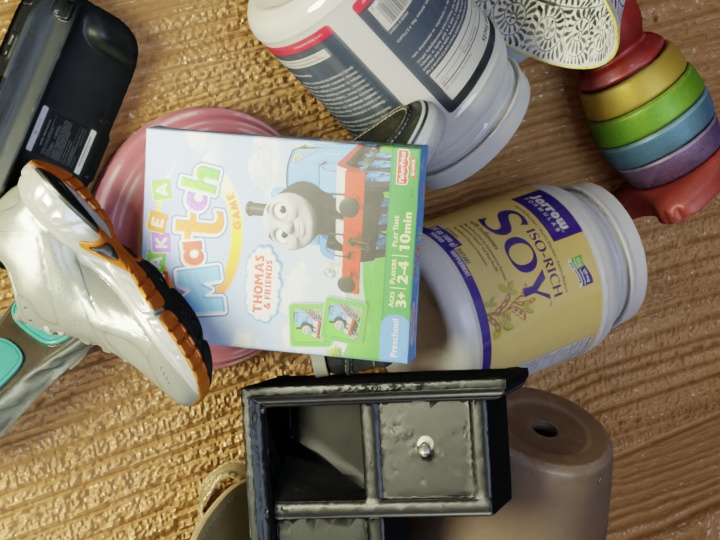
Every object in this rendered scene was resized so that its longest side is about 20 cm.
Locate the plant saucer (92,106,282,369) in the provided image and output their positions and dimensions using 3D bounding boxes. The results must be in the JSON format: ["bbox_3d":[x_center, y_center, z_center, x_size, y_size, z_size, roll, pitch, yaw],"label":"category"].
[{"bbox_3d":[-0.109,-0.022,1.368,0.199,0.051,0.203,-5,100,-31],"label":"plant saucer"}]

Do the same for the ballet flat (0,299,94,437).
[{"bbox_3d":[-0.237,0.060,1.298,0.200,0.067,0.064,-43,151,-17],"label":"ballet flat"}]

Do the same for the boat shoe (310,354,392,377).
[{"bbox_3d":[0.000,0.000,1.378,0.067,0.201,0.072,-8,133,11],"label":"boat shoe"}]

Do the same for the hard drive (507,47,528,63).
[{"bbox_3d":[0.106,-0.265,1.440,0.131,0.027,0.201,-28,115,16],"label":"hard drive"}]

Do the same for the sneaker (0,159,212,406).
[{"bbox_3d":[-0.186,0.024,1.250,0.092,0.076,0.200,-40,89,11],"label":"sneaker"}]

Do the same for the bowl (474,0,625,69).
[{"bbox_3d":[0.130,-0.252,1.355,0.201,0.200,0.095,43,73,-29],"label":"bowl"}]

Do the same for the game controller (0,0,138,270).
[{"bbox_3d":[-0.229,-0.099,1.294,0.104,0.042,0.202,28,82,-47],"label":"game controller"}]

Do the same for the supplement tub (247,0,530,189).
[{"bbox_3d":[0.023,-0.172,1.377,0.200,0.140,0.141,44,74,-29],"label":"supplement tub"}]

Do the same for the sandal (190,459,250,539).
[{"bbox_3d":[-0.091,0.179,1.404,0.212,0.069,0.078,-43,122,-46],"label":"sandal"}]

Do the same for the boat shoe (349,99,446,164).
[{"bbox_3d":[-0.025,-0.058,1.313,0.200,0.072,0.071,-44,113,9],"label":"boat shoe"}]

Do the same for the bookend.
[{"bbox_3d":[0.023,0.176,1.321,0.092,0.197,0.202,-9,97,-74],"label":"bookend"}]

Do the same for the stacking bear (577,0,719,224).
[{"bbox_3d":[0.231,-0.154,1.536,0.113,0.121,0.201,-38,108,-20],"label":"stacking bear"}]

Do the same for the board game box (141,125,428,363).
[{"bbox_3d":[-0.056,-0.019,1.278,0.198,0.037,0.153,5,98,11],"label":"board game box"}]

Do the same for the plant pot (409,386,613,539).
[{"bbox_3d":[0.118,0.192,1.426,0.199,0.200,0.176,-4,124,-32],"label":"plant pot"}]

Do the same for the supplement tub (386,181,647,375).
[{"bbox_3d":[0.118,0.014,1.461,0.199,0.145,0.147,-20,107,-29],"label":"supplement tub"}]
